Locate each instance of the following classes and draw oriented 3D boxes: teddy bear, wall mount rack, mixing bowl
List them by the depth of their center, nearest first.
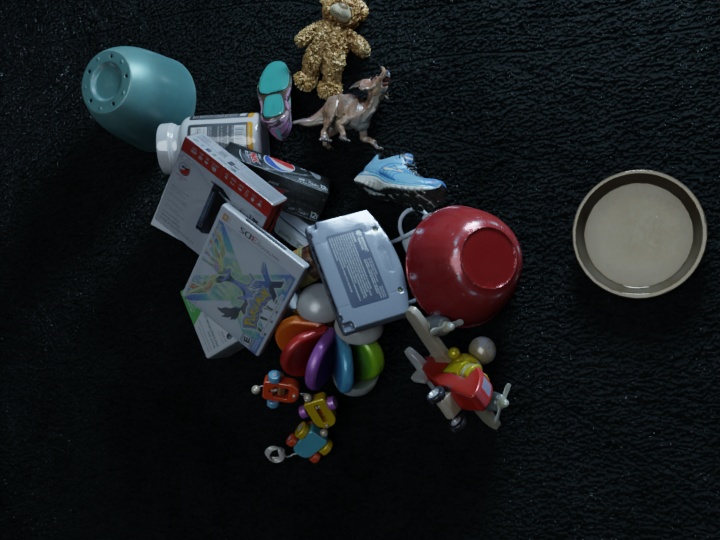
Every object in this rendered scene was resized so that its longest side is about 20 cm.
[{"bbox_3d":[0.179,-0.013,1.136,0.197,0.108,0.203,2,83,-15],"label":"mixing bowl"},{"bbox_3d":[0.083,-0.009,1.247,0.172,0.074,0.202,-26,76,21],"label":"wall mount rack"},{"bbox_3d":[-0.056,-0.421,1.341,0.145,0.067,0.201,41,102,17],"label":"teddy bear"}]

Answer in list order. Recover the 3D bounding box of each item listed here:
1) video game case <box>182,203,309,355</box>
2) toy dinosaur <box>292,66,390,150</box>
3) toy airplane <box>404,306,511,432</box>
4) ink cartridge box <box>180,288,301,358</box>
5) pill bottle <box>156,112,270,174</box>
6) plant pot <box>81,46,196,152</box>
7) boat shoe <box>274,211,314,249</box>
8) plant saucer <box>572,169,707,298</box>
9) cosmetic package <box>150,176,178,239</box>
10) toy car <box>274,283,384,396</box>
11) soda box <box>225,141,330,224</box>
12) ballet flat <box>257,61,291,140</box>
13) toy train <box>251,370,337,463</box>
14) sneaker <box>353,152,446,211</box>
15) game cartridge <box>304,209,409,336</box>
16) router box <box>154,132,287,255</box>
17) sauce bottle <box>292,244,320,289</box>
[{"bbox_3d":[-0.201,0.018,1.229,0.182,0.022,0.201,36,117,11],"label":"video game case"},{"bbox_3d":[-0.023,-0.295,1.310,0.198,0.086,0.138,4,87,28],"label":"toy dinosaur"},{"bbox_3d":[0.156,0.158,1.159,0.141,0.200,0.200,-39,61,-2],"label":"toy airplane"},{"bbox_3d":[-0.221,0.056,1.362,0.199,0.084,0.147,-30,76,17],"label":"ink cartridge box"},{"bbox_3d":[-0.276,-0.235,1.363,0.197,0.116,0.118,-3,85,3],"label":"pill bottle"},{"bbox_3d":[-0.460,-0.358,1.453,0.198,0.161,0.204,-2,84,22],"label":"plant pot"},{"bbox_3d":[-0.081,-0.048,1.330,0.200,0.073,0.067,41,116,29],"label":"boat shoe"},{"bbox_3d":[0.436,-0.056,1.129,0.198,0.029,0.203,-2,85,23],"label":"plant saucer"},{"bbox_3d":[-0.306,-0.121,1.429,0.198,0.052,0.152,26,97,22],"label":"cosmetic package"},{"bbox_3d":[-0.059,0.136,1.226,0.198,0.150,0.177,26,131,25],"label":"toy car"},{"bbox_3d":[-0.158,-0.159,1.304,0.198,0.064,0.071,19,120,-12],"label":"soda box"},{"bbox_3d":[-0.158,-0.316,1.361,0.068,0.072,0.202,-10,46,2],"label":"ballet flat"},{"bbox_3d":[-0.114,0.253,1.274,0.148,0.056,0.202,4,122,2],"label":"toy train"},{"bbox_3d":[0.072,-0.166,1.241,0.199,0.078,0.091,22,81,45],"label":"sneaker"},{"bbox_3d":[0.000,0.000,1.185,0.132,0.042,0.202,-13,66,-19],"label":"game cartridge"},{"bbox_3d":[-0.247,-0.108,1.255,0.199,0.049,0.180,37,121,10],"label":"router box"},{"bbox_3d":[-0.154,0.020,1.258,0.198,0.066,0.067,-26,77,18],"label":"sauce bottle"}]
